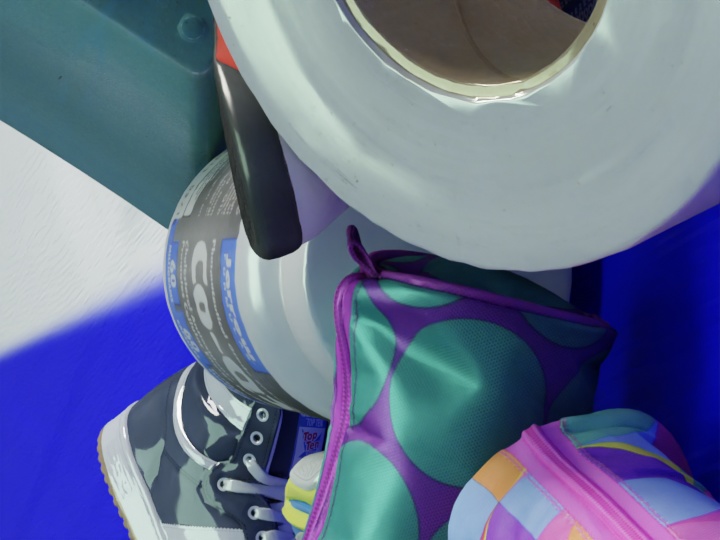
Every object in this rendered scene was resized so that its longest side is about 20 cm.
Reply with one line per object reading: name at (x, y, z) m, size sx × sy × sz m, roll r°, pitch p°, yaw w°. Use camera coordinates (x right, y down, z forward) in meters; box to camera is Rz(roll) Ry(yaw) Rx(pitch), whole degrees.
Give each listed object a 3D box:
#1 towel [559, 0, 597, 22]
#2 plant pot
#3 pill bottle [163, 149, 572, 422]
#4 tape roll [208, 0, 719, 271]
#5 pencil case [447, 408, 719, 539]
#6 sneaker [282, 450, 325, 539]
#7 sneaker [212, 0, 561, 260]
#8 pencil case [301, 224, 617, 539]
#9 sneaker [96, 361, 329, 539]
towel at (0.073, -0.157, 0.905) m, size 0.145 × 0.024 × 0.201 m, roll 136°, pitch 132°, yaw -66°
plant pot at (-0.083, -0.120, 1.091) m, size 0.142 × 0.141 × 0.200 m, roll -58°, pitch 2°, yaw -10°
pill bottle at (0.000, 0.000, 0.970) m, size 0.200 × 0.113 × 0.114 m, roll -179°, pitch 91°, yaw -75°
tape roll at (0.045, -0.105, 0.705) m, size 0.202 × 0.071 × 0.203 m, roll 19°, pitch 119°, yaw 38°
pencil case at (0.086, 0.097, 0.706) m, size 0.200 × 0.088 × 0.089 m, roll -142°, pitch 55°, yaw -71°
sneaker at (0.021, 0.114, 0.954) m, size 0.200 × 0.075 × 0.105 m, roll 145°, pitch 124°, yaw -70°
sneaker at (0.013, -0.067, 0.839) m, size 0.201 × 0.108 × 0.067 m, roll -90°, pitch -8°, yaw -69°
pencil case at (0.011, 0.093, 0.832) m, size 0.085 × 0.092 × 0.201 m, roll -118°, pitch 44°, yaw -78°
sneaker at (-0.034, 0.120, 1.163) m, size 0.108 × 0.070 × 0.200 m, roll -42°, pitch 65°, yaw 26°
